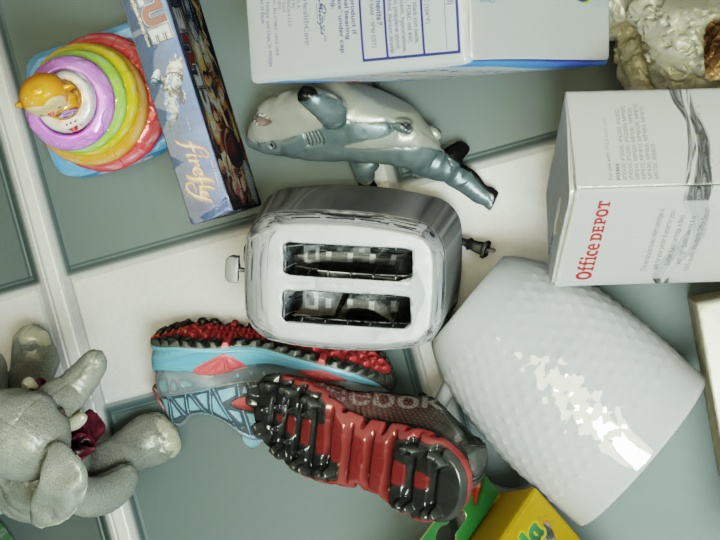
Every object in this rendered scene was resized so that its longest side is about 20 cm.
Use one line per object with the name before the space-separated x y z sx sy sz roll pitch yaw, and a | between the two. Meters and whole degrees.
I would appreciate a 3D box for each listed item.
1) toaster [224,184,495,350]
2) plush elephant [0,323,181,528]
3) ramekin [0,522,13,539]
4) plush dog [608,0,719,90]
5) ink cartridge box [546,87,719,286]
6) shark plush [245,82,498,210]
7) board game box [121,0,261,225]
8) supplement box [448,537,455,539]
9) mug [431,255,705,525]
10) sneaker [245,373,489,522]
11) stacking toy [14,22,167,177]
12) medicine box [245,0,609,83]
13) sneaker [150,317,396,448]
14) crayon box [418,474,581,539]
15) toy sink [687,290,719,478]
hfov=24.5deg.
toaster | 0.000 0.000 1.266 0.198 0.129 0.115 5 102 7
plush elephant | -0.243 0.120 1.262 0.165 0.155 0.200 41 58 5
ramekin | -0.367 0.272 1.350 0.198 0.098 0.202 1 94 7
plush dog | 0.260 -0.136 1.228 0.198 0.161 0.173 -6 133 5
ink cartridge box | 0.235 -0.058 1.167 0.198 0.147 0.084 -1 63 -1
shark plush | 0.013 -0.100 1.315 0.198 0.091 0.084 17 117 -16
board game box | -0.131 -0.138 1.273 0.034 0.135 0.202 -17 93 7
supplement box | 0.024 0.292 1.307 0.199 0.101 0.104 -24 92 8
mug | 0.133 0.097 1.266 0.175 0.148 0.200 41 119 4
sneaker | 0.010 0.124 1.242 0.199 0.098 0.071 19 111 28
stacking toy | -0.212 -0.128 1.250 0.115 0.200 0.111 -18 92 7
medicine box | 0.048 -0.191 1.188 0.199 0.181 0.104 2 97 40
sneaker | -0.068 0.093 1.325 0.198 0.079 0.096 6 110 12
crayon box | 0.126 0.254 1.228 0.200 0.051 0.127 48 59 -14
toy sink | 0.330 0.109 1.253 0.129 0.112 0.202 -11 90 7
